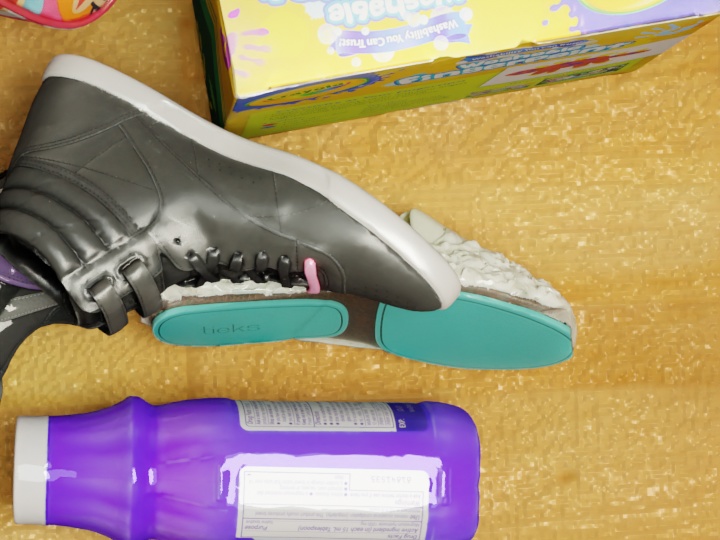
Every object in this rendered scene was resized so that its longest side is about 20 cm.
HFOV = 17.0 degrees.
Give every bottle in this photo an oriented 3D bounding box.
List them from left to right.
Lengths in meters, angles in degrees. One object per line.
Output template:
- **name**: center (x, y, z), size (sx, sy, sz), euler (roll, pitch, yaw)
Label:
- **bottle**: center (-0.050, 0.088, 1.044), size (0.199, 0.084, 0.066), euler (1, 91, -8)

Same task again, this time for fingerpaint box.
- **fingerpaint box**: center (0.033, -0.113, 1.010), size (0.199, 0.167, 0.074), euler (-11, 88, -6)

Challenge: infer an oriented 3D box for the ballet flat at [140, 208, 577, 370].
- **ballet flat**: center (0.000, 0.000, 1.062), size (0.199, 0.072, 0.072), euler (4, 90, -8)

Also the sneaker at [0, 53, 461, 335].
- **sneaker**: center (-0.063, -0.004, 0.992), size (0.199, 0.071, 0.099), euler (25, 71, 9)

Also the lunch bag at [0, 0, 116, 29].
- **lunch bag**: center (-0.154, -0.216, 1.001), size (0.176, 0.082, 0.201), euler (26, 87, -34)

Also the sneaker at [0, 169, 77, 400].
- **sneaker**: center (-0.196, 0.033, 1.034), size (0.199, 0.076, 0.088), euler (-29, 99, -6)
